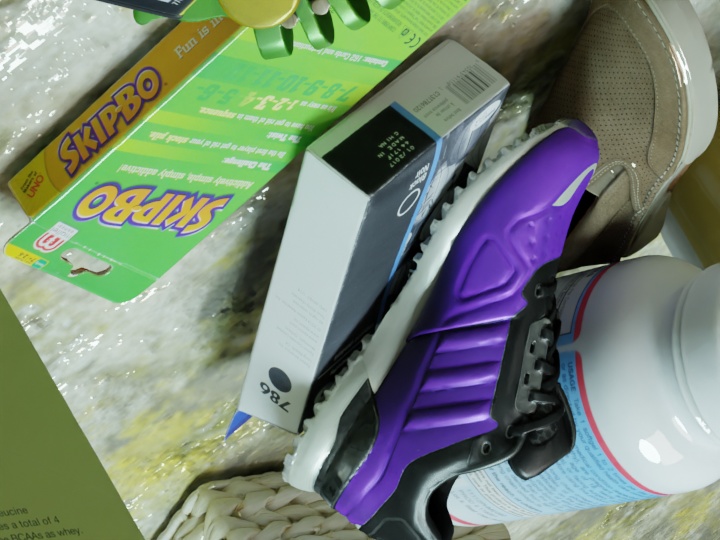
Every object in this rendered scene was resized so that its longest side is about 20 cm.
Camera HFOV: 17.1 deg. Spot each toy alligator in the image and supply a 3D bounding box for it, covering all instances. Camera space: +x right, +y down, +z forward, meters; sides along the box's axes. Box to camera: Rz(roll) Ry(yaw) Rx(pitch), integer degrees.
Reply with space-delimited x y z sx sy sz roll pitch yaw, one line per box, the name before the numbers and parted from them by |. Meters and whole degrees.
toy alligator | 0.013 -0.122 0.825 0.199 0.059 0.054 -29 114 17

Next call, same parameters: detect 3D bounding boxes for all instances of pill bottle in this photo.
pill bottle | 0.110 0.054 1.106 0.199 0.110 0.108 -15 171 44

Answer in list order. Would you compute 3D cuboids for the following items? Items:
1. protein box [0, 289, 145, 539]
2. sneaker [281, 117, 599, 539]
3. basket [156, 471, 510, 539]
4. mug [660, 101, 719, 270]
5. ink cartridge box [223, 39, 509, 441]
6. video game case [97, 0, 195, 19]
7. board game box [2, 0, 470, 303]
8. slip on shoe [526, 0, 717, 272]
protein box | -0.205 0.092 0.809 0.198 0.201 0.135 -3 139 -45
sneaker | 0.060 0.035 1.020 0.201 0.099 0.070 -56 166 11
basket | -0.016 0.183 1.238 0.199 0.124 0.136 -2 139 -44
mug | 0.228 -0.023 1.152 0.149 0.154 0.187 -13 144 -34
ink cartridge box | 0.000 0.000 1.034 0.099 0.039 0.201 -41 161 -36
video game case | -0.082 -0.148 0.685 0.199 0.026 0.180 9 145 -40
board game box | -0.048 -0.067 0.921 0.200 0.030 0.095 -43 152 10
slip on shoe | 0.105 -0.061 1.051 0.060 0.076 0.200 -25 159 -16
